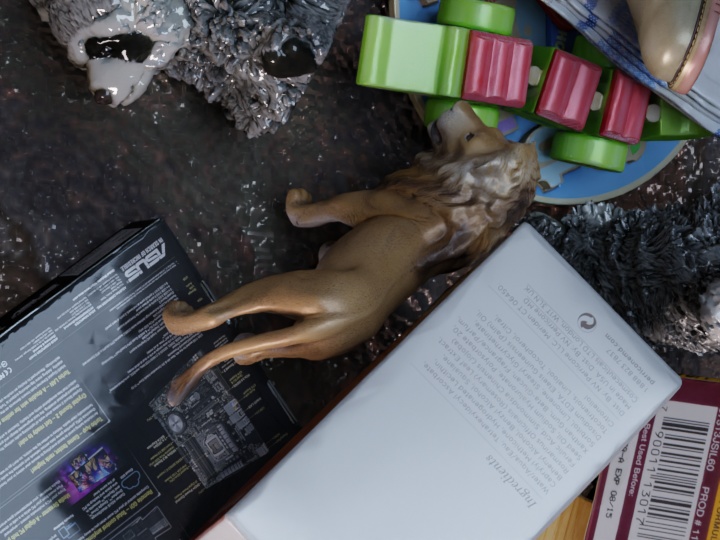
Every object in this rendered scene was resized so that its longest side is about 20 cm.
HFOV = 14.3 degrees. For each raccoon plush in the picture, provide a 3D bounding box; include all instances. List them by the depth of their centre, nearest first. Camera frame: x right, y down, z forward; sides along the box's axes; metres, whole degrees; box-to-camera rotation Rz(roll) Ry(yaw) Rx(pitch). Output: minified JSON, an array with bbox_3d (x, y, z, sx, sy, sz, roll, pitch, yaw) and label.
[{"bbox_3d":[-0.074,-0.156,1.399,0.134,0.097,0.200,28,52,-9],"label":"raccoon plush"},{"bbox_3d":[0.134,-0.001,1.419,0.134,0.200,0.097,-3,85,11],"label":"raccoon plush"}]

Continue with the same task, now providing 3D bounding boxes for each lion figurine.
[{"bbox_3d":[0.000,0.000,1.365,0.200,0.122,0.073,-53,128,-39],"label":"lion figurine"}]

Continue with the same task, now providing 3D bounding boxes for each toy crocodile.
[{"bbox_3d":[0.091,-0.093,1.433,0.200,0.062,0.068,13,90,-24],"label":"toy crocodile"}]

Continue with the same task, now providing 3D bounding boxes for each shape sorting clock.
[{"bbox_3d":[0.105,-0.134,1.492,0.200,0.039,0.200,0,89,-24],"label":"shape sorting clock"}]

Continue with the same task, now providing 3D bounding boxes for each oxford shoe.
[{"bbox_3d":[0.129,-0.162,1.390,0.074,0.071,0.200,10,42,-16],"label":"oxford shoe"}]

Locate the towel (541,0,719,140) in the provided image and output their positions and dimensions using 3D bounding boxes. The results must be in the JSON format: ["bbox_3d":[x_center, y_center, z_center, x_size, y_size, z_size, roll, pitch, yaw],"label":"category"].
[{"bbox_3d":[0.146,-0.162,1.454,0.200,0.024,0.147,38,50,1],"label":"towel"}]

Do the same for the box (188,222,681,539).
[{"bbox_3d":[0.028,0.094,1.333,0.106,0.152,0.200,46,71,0],"label":"box"}]

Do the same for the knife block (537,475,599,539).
[{"bbox_3d":[0.101,0.148,1.469,0.175,0.064,0.200,-23,97,-22],"label":"knife block"}]

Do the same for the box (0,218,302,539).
[{"bbox_3d":[-0.135,0.095,1.379,0.200,0.044,0.160,-38,103,-20],"label":"box"}]

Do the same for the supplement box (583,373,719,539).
[{"bbox_3d":[0.210,0.128,1.466,0.200,0.086,0.110,23,78,-47],"label":"supplement box"}]
